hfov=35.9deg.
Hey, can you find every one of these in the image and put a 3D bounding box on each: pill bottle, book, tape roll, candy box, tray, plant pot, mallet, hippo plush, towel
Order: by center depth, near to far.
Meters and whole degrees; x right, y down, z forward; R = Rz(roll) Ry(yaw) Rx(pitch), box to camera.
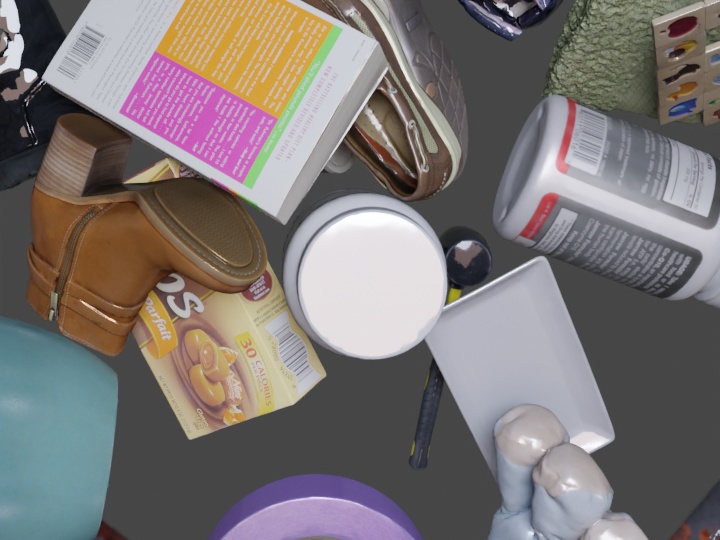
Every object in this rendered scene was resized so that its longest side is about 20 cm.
[{"bbox_3d":[-0.101,-0.136,0.754,0.200,0.048,0.134,31,86,15],"label":"book"},{"bbox_3d":[0.000,0.000,0.797,0.114,0.200,0.114,0,95,-4],"label":"pill bottle"},{"bbox_3d":[-0.263,0.125,0.801,0.160,0.201,0.201,8,95,-16],"label":"plant pot"},{"bbox_3d":[0.216,-0.164,0.802,0.148,0.200,0.037,5,71,-4],"label":"towel"},{"bbox_3d":[0.107,0.202,0.828,0.161,0.200,0.159,-34,72,-3],"label":"hippo plush"},{"bbox_3d":[-0.123,0.018,0.838,0.115,0.055,0.200,-22,97,34],"label":"candy box"},{"bbox_3d":[0.213,-0.045,0.842,0.199,0.114,0.114,21,94,-6],"label":"pill bottle"},{"bbox_3d":[0.124,0.084,0.870,0.107,0.022,0.200,-28,122,-1],"label":"tray"},{"bbox_3d":[-0.036,0.269,0.889,0.199,0.066,0.201,0,95,-4],"label":"tape roll"},{"bbox_3d":[0.065,0.060,0.894,0.041,0.066,0.201,11,110,-3],"label":"mallet"}]

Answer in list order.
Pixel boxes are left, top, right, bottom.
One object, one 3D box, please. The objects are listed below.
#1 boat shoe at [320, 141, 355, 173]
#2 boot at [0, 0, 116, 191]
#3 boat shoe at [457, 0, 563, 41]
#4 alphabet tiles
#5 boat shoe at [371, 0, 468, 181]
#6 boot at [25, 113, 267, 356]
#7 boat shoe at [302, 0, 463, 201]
[{"bbox_3d":[-0.068,-0.162,0.859,0.063,0.073,0.200,-17,106,41],"label":"boat shoe"},{"bbox_3d":[-0.225,-0.172,0.827,0.200,0.076,0.169,-24,100,5],"label":"boot"},{"bbox_3d":[0.062,-0.240,0.755,0.200,0.093,0.075,40,117,-7],"label":"boat shoe"},{"bbox_3d":[0.285,-0.155,0.766,0.167,0.200,0.008,-19,71,11],"label":"alphabet tiles"},{"bbox_3d":[0.023,-0.157,0.856,0.072,0.076,0.200,-15,104,32],"label":"boat shoe"},{"bbox_3d":[-0.156,0.001,0.774,0.200,0.074,0.155,36,122,27],"label":"boot"},{"bbox_3d":[-0.005,-0.136,0.791,0.202,0.075,0.075,49,127,-1],"label":"boat shoe"}]
